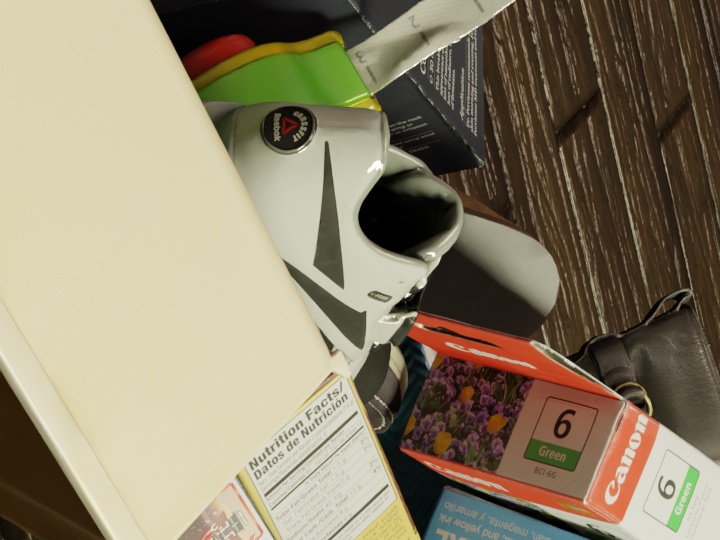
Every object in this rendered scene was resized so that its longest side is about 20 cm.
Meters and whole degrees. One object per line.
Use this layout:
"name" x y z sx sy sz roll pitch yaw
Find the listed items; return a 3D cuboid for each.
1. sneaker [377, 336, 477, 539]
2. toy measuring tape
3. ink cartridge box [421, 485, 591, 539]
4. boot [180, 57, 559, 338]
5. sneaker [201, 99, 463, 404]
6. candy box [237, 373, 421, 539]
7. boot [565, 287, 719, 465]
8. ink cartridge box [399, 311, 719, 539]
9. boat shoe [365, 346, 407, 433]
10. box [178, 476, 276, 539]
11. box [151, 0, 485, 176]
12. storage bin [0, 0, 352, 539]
"sneaker" 0.019 0.063 1.313 0.081 0.076 0.202 -20 102 -71
"toy measuring tape" -0.016 -0.077 1.118 0.074 0.199 0.074 54 12 -17
"ink cartridge box" 0.070 0.219 1.237 0.201 0.125 0.129 -66 150 -10
"boot" -0.012 -0.032 1.217 0.199 0.074 0.075 29 9 -19
"sneaker" 0.000 0.000 1.076 0.200 0.088 0.075 62 25 -62
"candy box" -0.038 0.071 1.055 0.056 0.117 0.200 -41 145 -15
"boot" 0.112 0.119 1.386 0.069 0.173 0.202 161 -81 -78
"ink cartridge box" 0.081 0.078 1.207 0.200 0.109 0.051 33 76 -45
"boat shoe" -0.040 0.037 1.183 0.200 0.071 0.065 45 51 -59
"box" -0.057 0.111 1.019 0.137 0.040 0.200 37 -19 45
"box" -0.024 -0.163 1.256 0.182 0.103 0.201 48 38 -57
"storage bin" -0.127 -0.035 0.805 0.094 0.198 0.201 -46 132 -22
